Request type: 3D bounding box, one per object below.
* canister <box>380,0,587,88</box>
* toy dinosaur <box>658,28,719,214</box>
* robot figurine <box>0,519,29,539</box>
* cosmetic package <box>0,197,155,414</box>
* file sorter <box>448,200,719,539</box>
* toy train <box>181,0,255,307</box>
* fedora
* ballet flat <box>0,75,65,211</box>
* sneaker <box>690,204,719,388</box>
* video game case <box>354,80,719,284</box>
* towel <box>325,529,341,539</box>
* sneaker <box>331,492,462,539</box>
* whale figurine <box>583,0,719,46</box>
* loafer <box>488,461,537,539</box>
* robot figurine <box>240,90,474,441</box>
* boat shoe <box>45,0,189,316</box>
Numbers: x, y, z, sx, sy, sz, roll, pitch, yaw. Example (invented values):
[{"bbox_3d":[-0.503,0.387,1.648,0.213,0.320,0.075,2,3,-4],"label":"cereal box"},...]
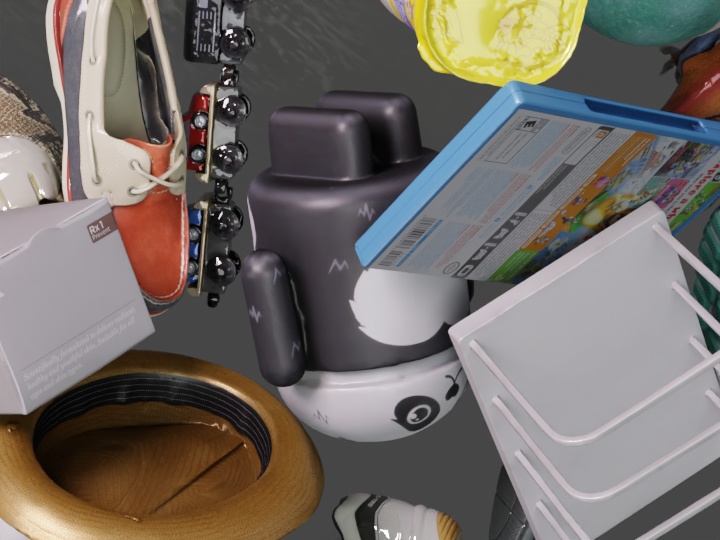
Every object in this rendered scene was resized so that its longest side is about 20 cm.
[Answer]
[{"bbox_3d":[0.065,-0.190,1.190,0.086,0.200,0.150,9,103,-11],"label":"canister"},{"bbox_3d":[0.209,-0.128,1.259,0.181,0.105,0.201,-25,147,-31],"label":"toy dinosaur"},{"bbox_3d":[-0.148,0.154,1.288,0.199,0.113,0.170,29,108,-14],"label":"robot figurine"},{"bbox_3d":[-0.220,0.022,1.192,0.107,0.199,0.091,-33,113,-41],"label":"cosmetic package"},{"bbox_3d":[0.162,0.097,1.228,0.138,0.125,0.201,-31,131,-8],"label":"file sorter"},{"bbox_3d":[-0.089,-0.078,1.280,0.045,0.034,0.202,5,103,3],"label":"toy train"},{"bbox_3d":[-0.118,0.121,1.182,0.199,0.201,0.082,8,121,-11],"label":"fedora"},{"bbox_3d":[-0.184,-0.016,1.260,0.067,0.075,0.202,-19,106,-3],"label":"ballet flat"},{"bbox_3d":[0.248,0.006,1.298,0.087,0.200,0.075,-14,64,-15],"label":"sneaker"},{"bbox_3d":[0.112,-0.041,1.202,0.199,0.018,0.143,7,139,-41],"label":"video game case"},{"bbox_3d":[-0.024,0.260,1.383,0.200,0.031,0.149,-39,104,5],"label":"towel"},{"bbox_3d":[-0.008,0.228,1.334,0.087,0.076,0.202,20,100,6],"label":"sneaker"},{"bbox_3d":[0.146,-0.223,1.216,0.103,0.159,0.202,-19,95,-35],"label":"whale figurine"},{"bbox_3d":[0.134,0.100,1.344,0.062,0.072,0.202,12,100,-18],"label":"loafer"},{"bbox_3d":[0.002,0.000,1.267,0.149,0.125,0.202,-9,105,-7],"label":"robot figurine"},{"bbox_3d":[-0.129,-0.074,1.236,0.071,0.062,0.202,-12,93,-40],"label":"boat shoe"}]
